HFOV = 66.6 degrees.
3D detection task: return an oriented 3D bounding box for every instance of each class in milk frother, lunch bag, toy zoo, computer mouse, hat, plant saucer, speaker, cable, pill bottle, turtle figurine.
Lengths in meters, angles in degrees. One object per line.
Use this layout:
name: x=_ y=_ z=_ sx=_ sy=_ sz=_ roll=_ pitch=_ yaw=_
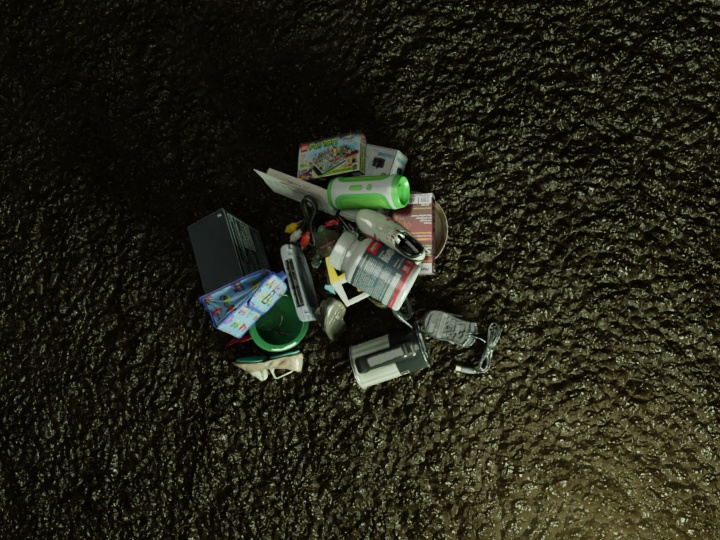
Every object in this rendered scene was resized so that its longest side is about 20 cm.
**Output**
milk frother: x=0.058 y=0.169 z=1.387 sx=0.185 sy=0.181 sz=0.203 roll=-20 pitch=62 yaw=10
lunch bag: x=-0.268 y=0.063 z=1.352 sx=0.199 sy=0.151 sz=0.095 roll=-36 pitch=72 yaw=-1
toy zoo: x=0.000 y=0.000 z=1.359 sx=0.197 sy=0.020 sz=0.133 roll=-25 pitch=80 yaw=-2
computer mouse: x=0.248 y=0.181 z=1.397 sx=0.196 sy=0.046 sz=0.143 roll=12 pitch=95 yaw=9
hat: x=-0.264 y=0.135 z=1.531 sx=0.197 sy=0.175 sz=0.169 roll=-4 pitch=91 yaw=-27
plant saucer: x=0.132 y=-0.104 z=1.441 sx=0.196 sy=0.032 sz=0.204 roll=-1 pitch=88 yaw=13
speaker: x=0.018 y=-0.192 z=1.353 sx=0.197 sy=0.088 sz=0.090 roll=3 pitch=88 yaw=29
cable: x=-0.144 y=-0.117 z=1.446 sx=0.097 sy=0.200 sz=0.050 roll=43 pitch=63 yaw=2
pill bottle: x=0.030 y=-0.005 z=1.287 sx=0.198 sy=0.120 sz=0.121 roll=29 pitch=94 yaw=6
turtle figurine: x=-0.073 y=-0.049 z=1.431 sx=0.148 sy=0.101 sz=0.202 roll=-29 pitch=63 yaw=15

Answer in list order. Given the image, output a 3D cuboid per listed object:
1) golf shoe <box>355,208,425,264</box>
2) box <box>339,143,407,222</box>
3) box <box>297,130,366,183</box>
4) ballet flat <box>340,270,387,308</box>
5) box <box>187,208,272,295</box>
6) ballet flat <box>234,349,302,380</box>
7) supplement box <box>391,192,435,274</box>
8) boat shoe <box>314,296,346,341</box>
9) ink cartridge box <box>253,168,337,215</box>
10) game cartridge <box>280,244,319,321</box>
golf shoe: x=0.075 y=-0.090 z=1.316 sx=0.199 sy=0.092 sz=0.073 roll=35 pitch=77 yaw=4
box: x=0.035 y=-0.219 z=1.435 sx=0.115 sy=0.060 sz=0.203 roll=20 pitch=90 yaw=31
box: x=-0.078 y=-0.298 z=1.463 sx=0.197 sy=0.035 sz=0.112 roll=-5 pitch=77 yaw=31
ballet flat: x=0.008 y=0.021 z=1.449 sx=0.199 sy=0.062 sz=0.068 roll=41 pitch=97 yaw=12
box: x=-0.335 y=-0.027 z=1.449 sx=0.122 sy=0.198 sz=0.203 roll=-25 pitch=71 yaw=11
ballet flat: x=-0.251 y=0.265 z=1.500 sx=0.196 sy=0.068 sz=0.069 roll=-9 pitch=93 yaw=15
supplement box: x=0.135 y=-0.091 z=1.393 sx=0.107 sy=0.061 sz=0.204 roll=-1 pitch=88 yaw=14
boat shoe: x=-0.085 y=0.118 z=1.403 sx=0.073 sy=0.201 sz=0.075 roll=36 pitch=67 yaw=17
ink cartridge box: x=-0.164 y=-0.220 z=1.443 sx=0.197 sy=0.174 sz=0.044 roll=23 pitch=82 yaw=13
game cartridge: x=-0.156 y=0.035 z=1.451 sx=0.040 sy=0.133 sz=0.203 roll=-18 pitch=83 yaw=12
